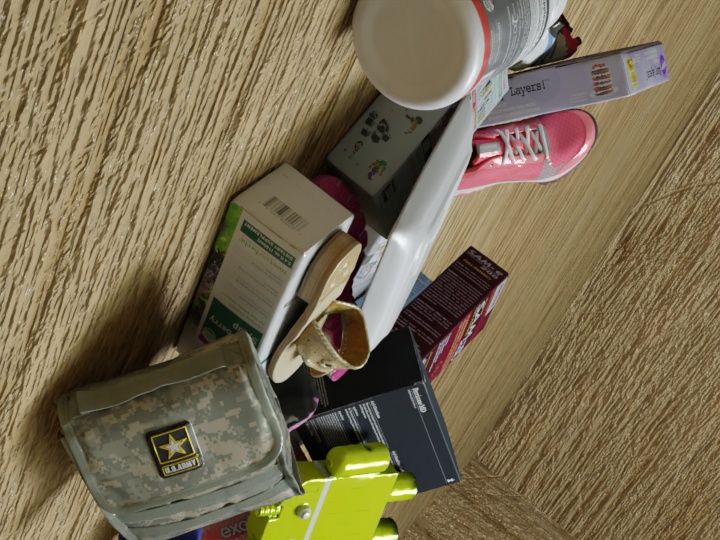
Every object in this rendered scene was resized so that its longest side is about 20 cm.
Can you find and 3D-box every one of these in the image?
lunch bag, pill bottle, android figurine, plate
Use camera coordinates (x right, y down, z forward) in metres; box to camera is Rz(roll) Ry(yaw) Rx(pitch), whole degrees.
[{"bbox_3d":[-0.145,0.134,1.267,0.163,0.118,0.200,-18,152,-1],"label":"lunch bag"},{"bbox_3d":[0.088,-0.213,1.266,0.200,0.116,0.116,-37,160,-52],"label":"pill bottle"},{"bbox_3d":[-0.035,0.251,1.578,0.199,0.041,0.183,2,120,-40],"label":"android figurine"},{"bbox_3d":[0.050,-0.031,1.415,0.201,0.032,0.200,111,5,-49],"label":"plate"}]

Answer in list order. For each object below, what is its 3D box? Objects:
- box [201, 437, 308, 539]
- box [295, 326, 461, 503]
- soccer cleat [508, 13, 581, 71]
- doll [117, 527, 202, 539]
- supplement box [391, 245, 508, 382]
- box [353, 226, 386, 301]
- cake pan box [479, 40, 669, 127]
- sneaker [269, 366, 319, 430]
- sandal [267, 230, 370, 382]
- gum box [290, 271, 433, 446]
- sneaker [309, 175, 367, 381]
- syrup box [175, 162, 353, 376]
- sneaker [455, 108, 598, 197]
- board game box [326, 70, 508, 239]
[{"bbox_3d":[-0.140,0.265,1.628,0.199,0.103,0.095,-15,148,-29],"label":"box"},{"bbox_3d":[0.015,0.162,1.625,0.140,0.079,0.201,-15,140,5],"label":"box"},{"bbox_3d":[0.176,-0.246,1.635,0.086,0.070,0.200,-35,173,15],"label":"soccer cleat"},{"bbox_3d":[-0.166,0.183,1.386,0.049,0.135,0.201,69,23,-62],"label":"doll"},{"bbox_3d":[0.078,0.071,1.736,0.200,0.061,0.109,-42,162,-39],"label":"supplement box"},{"bbox_3d":[0.000,0.000,1.699,0.201,0.041,0.156,-59,166,23],"label":"box"},{"bbox_3d":[0.214,-0.199,1.664,0.199,0.053,0.184,-10,-175,24],"label":"cake pan box"},{"bbox_3d":[-0.134,0.164,1.477,0.199,0.081,0.086,-17,161,-20],"label":"sneaker"},{"bbox_3d":[-0.022,0.056,1.339,0.078,0.069,0.212,-44,165,-36],"label":"sandal"},{"bbox_3d":[-0.014,0.099,1.728,0.200,0.044,0.170,-35,160,-49],"label":"gum box"},{"bbox_3d":[-0.049,0.004,1.441,0.081,0.088,0.201,-38,136,-53],"label":"sneaker"},{"bbox_3d":[-0.086,0.013,1.341,0.081,0.079,0.201,-40,162,-46],"label":"syrup box"},{"bbox_3d":[0.157,-0.124,1.664,0.199,0.074,0.087,-16,172,16],"label":"sneaker"},{"bbox_3d":[0.059,-0.141,1.478,0.200,0.064,0.148,-50,168,-8],"label":"board game box"}]
